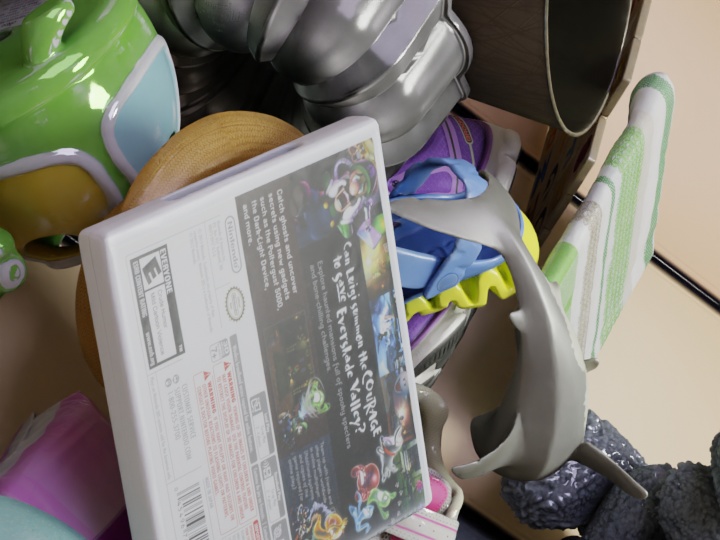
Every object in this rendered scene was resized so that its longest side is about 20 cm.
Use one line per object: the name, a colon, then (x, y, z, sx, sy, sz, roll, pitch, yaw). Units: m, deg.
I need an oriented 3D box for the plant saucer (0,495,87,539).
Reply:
plant saucer: (-0.176, 0.194, 1.184, 0.199, 0.036, 0.201, 3, 82, -19)

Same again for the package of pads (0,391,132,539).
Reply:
package of pads: (-0.112, 0.167, 1.286, 0.200, 0.076, 0.121, 49, 46, -7)

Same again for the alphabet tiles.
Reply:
alphabet tiles: (0.134, -0.106, 1.590, 0.006, 0.167, 0.201, 23, 51, -6)

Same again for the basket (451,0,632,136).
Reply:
basket: (0.033, -0.174, 1.466, 0.199, 0.181, 0.136, 13, 43, 21)

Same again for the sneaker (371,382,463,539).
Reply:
sneaker: (0.005, 0.138, 1.392, 0.081, 0.088, 0.201, 19, 55, -32)

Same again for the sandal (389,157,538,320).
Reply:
sandal: (0.000, 0.000, 1.423, 0.199, 0.087, 0.080, -31, 59, -14)

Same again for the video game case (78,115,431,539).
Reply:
video game case: (-0.044, 0.049, 1.269, 0.181, 0.023, 0.201, -25, 114, -43)

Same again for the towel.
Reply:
towel: (0.127, -0.003, 1.554, 0.031, 0.150, 0.200, 18, 46, 17)

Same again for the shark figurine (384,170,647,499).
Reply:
shark figurine: (0.072, 0.059, 1.370, 0.089, 0.215, 0.128, -31, 49, -21)

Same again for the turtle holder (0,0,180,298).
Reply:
turtle holder: (-0.153, -0.068, 1.331, 0.132, 0.140, 0.186, 61, 4, -25)

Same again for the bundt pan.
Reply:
bundt pan: (-0.046, -0.110, 1.421, 0.202, 0.202, 0.076, 38, 59, -17)

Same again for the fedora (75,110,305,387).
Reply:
fedora: (-0.077, 0.022, 1.311, 0.200, 0.082, 0.202, -9, 102, -49)

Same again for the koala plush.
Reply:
koala plush: (0.141, 0.191, 1.426, 0.200, 0.177, 0.185, -35, 115, -48)

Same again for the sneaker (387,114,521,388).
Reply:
sneaker: (0.028, -0.008, 1.522, 0.083, 0.081, 0.201, 20, 49, -5)
